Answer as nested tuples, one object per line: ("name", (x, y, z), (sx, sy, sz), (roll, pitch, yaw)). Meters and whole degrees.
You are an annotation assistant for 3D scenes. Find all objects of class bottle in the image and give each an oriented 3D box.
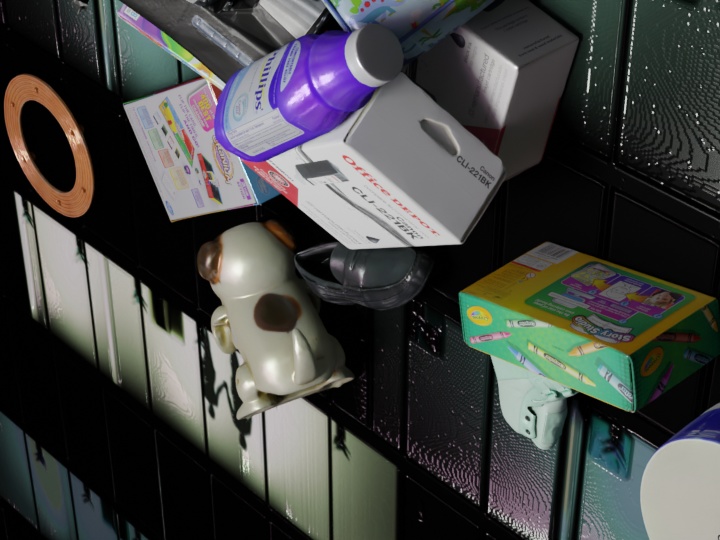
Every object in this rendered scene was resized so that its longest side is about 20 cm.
("bottle", (-0.043, -0.148, 1.356), (0.065, 0.084, 0.200), (28, 155, -28))

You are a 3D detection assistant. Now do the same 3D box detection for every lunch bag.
("lunch bag", (0.051, -0.279, 1.370), (0.161, 0.200, 0.082), (54, -170, 12))

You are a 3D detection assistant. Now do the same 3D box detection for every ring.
("ring", (-0.406, -0.165, 2.203), (0.200, 0.019, 0.201), (32, 137, 36))

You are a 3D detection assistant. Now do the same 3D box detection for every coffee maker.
("coffee maker", (-0.129, -0.249, 1.492), (0.200, 0.135, 0.192), (39, 157, -7))

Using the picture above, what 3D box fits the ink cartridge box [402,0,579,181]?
("ink cartridge box", (0.080, -0.191, 1.478), (0.200, 0.084, 0.145), (42, 142, 27))

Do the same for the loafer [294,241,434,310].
("loafer", (0.000, 0.000, 1.723), (0.070, 0.068, 0.200), (35, 160, -28))

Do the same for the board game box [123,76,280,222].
("board game box", (-0.181, -0.140, 1.901), (0.200, 0.040, 0.153), (-6, 108, 54))

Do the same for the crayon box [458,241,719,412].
("crayon box", (0.198, 0.045, 1.459), (0.200, 0.119, 0.058), (22, 130, 44))

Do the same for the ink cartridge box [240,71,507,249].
("ink cartridge box", (0.009, -0.092, 1.451), (0.144, 0.084, 0.200), (39, 161, -23))

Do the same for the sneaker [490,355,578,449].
("sneaker", (0.196, 0.113, 1.549), (0.200, 0.074, 0.118), (18, 121, 59))

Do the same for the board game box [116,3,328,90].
("board game box", (-0.116, -0.224, 1.610), (0.200, 0.103, 0.105), (35, -177, 3))

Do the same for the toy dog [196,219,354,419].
("toy dog", (-0.108, 0.046, 1.834), (0.194, 0.139, 0.200), (78, 170, -81))

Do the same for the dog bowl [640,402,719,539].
("dog bowl", (0.339, 0.214, 1.429), (0.200, 0.079, 0.200), (32, 136, 36))
